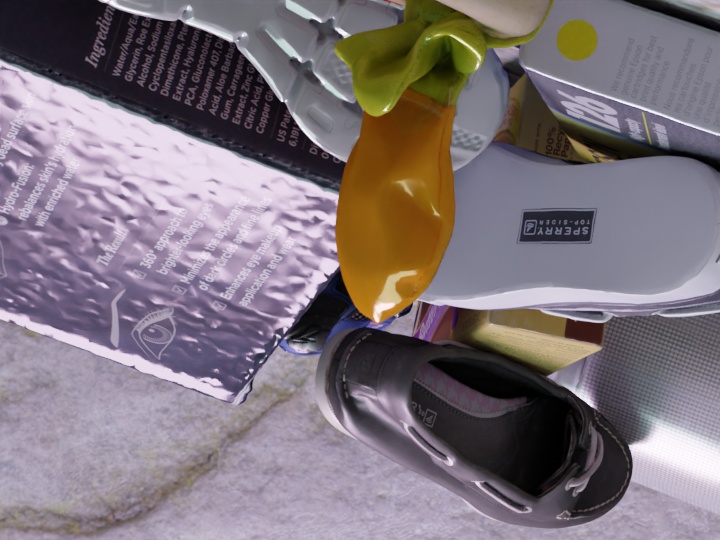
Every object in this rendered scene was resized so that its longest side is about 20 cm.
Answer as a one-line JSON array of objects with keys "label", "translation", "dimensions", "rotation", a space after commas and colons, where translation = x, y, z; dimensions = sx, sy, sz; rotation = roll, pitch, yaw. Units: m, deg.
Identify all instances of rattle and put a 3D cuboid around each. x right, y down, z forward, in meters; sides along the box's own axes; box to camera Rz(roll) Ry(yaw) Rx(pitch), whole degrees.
[{"label": "rattle", "translation": [-0.031, -0.078, 0.833], "dimensions": [0.130, 0.143, 0.200], "rotation": [40, -168, 24]}]

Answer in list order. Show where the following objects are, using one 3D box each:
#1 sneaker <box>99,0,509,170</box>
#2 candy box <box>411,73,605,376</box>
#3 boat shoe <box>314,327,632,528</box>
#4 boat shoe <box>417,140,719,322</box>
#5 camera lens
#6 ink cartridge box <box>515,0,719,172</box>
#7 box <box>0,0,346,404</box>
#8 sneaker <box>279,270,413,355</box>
[{"label": "sneaker", "translation": [-0.029, -0.110, 0.978], "dimensions": [0.200, 0.077, 0.082], "rotation": [32, -163, -24]}, {"label": "candy box", "translation": [0.072, -0.012, 1.207], "dimensions": [0.056, 0.117, 0.200], "rotation": [11, 170, -9]}, {"label": "boat shoe", "translation": [0.065, 0.076, 1.177], "dimensions": [0.200, 0.067, 0.057], "rotation": [24, 167, -40]}, {"label": "boat shoe", "translation": [0.083, -0.014, 1.024], "dimensions": [0.200, 0.072, 0.068], "rotation": [1, 166, 45]}, {"label": "camera lens", "translation": [0.191, 0.041, 1.295], "dimensions": [0.200, 0.160, 0.160], "rotation": [20, 178, 13]}, {"label": "ink cartridge box", "translation": [0.120, -0.060, 1.001], "dimensions": [0.200, 0.047, 0.198], "rotation": [19, 178, 13]}, {"label": "box", "translation": [-0.099, -0.061, 1.085], "dimensions": [0.200, 0.118, 0.197], "rotation": [21, 148, -12]}, {"label": "sneaker", "translation": [0.000, 0.000, 1.269], "dimensions": [0.075, 0.079, 0.200], "rotation": [1, -159, 15]}]
